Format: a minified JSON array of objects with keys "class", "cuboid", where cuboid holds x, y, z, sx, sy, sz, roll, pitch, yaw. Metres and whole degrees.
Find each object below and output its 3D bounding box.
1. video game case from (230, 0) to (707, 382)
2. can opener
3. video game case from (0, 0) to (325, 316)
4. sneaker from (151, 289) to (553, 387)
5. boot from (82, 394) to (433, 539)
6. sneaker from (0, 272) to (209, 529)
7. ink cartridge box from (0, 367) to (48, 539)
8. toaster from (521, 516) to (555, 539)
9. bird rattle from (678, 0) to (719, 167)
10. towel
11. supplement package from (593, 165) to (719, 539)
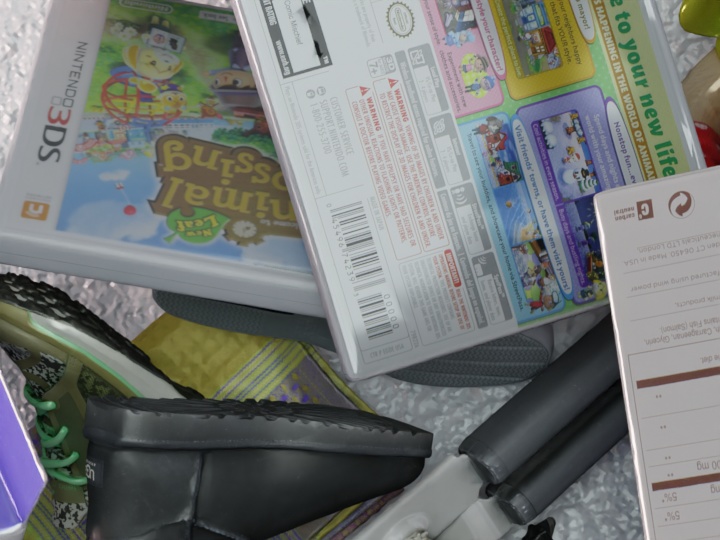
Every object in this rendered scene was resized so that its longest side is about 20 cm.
[{"class":"video game case","cuboid":[0.051,-0.071,1.067,0.182,0.022,0.200,-17,88,-8]},{"class":"can opener","cuboid":[0.066,0.090,1.152,0.200,0.066,0.053,-39,118,-11]},{"class":"video game case","cuboid":[-0.061,-0.058,1.140,0.199,0.022,0.182,10,46,-3]},{"class":"sneaker","cuboid":[0.000,0.000,1.164,0.200,0.073,0.071,16,54,-10]},{"class":"boot","cuboid":[-0.056,0.160,1.072,0.164,0.066,0.201,5,94,-22]},{"class":"sneaker","cuboid":[-0.123,0.076,1.108,0.200,0.077,0.089,39,89,-18]},{"class":"ink cartridge box","cuboid":[-0.208,0.055,1.094,0.043,0.200,0.198,-16,67,-25]},{"class":"toaster","cuboid":[0.056,0.213,1.072,0.200,0.181,0.119,-42,85,-6]},{"class":"bird rattle","cuboid":[0.178,-0.068,1.126,0.200,0.113,0.163,-47,37,-16]},{"class":"towel","cuboid":[-0.090,0.104,1.178,0.200,0.023,0.144,-38,80,-5]},{"class":"supplement package","cuboid":[0.180,0.060,0.976,0.117,0.117,0.201,-12,81,25]}]
